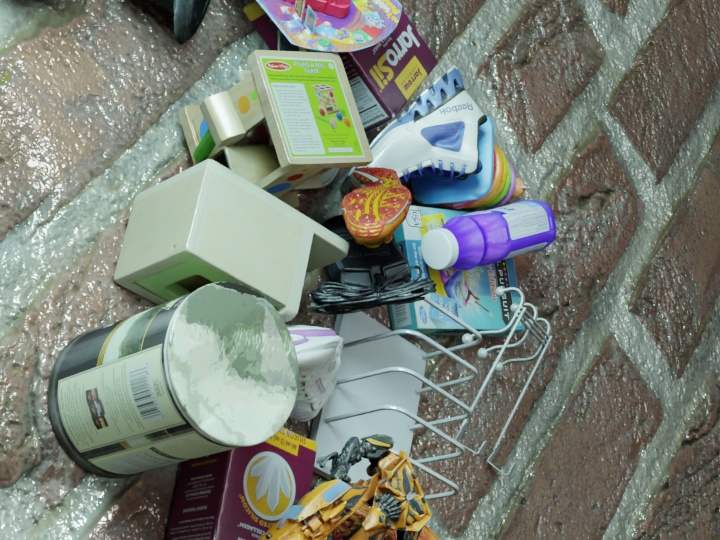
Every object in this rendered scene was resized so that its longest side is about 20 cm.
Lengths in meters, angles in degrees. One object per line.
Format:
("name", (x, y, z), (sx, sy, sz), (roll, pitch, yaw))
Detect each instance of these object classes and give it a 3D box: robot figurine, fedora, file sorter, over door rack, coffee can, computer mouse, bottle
("robot figurine", (-0.005, 0.253, 1.326), (0.199, 0.058, 0.146), (-35, 109, -36))
("fedora", (-0.197, -0.342, 1.430), (0.091, 0.201, 0.202), (16, 60, -4))
("file sorter", (0.046, 0.143, 1.503), (0.138, 0.124, 0.202), (33, 55, -33))
("over door rack", (0.163, 0.132, 1.622), (0.148, 0.066, 0.202), (38, 67, -61))
("coffee can", (-0.174, 0.105, 1.244), (0.145, 0.199, 0.148), (17, 65, -40))
("computer mouse", (0.000, 0.000, 1.503), (0.137, 0.200, 0.053), (-6, 118, -8))
("bottle", (0.153, -0.041, 1.632), (0.199, 0.083, 0.066), (-14, 94, -45))

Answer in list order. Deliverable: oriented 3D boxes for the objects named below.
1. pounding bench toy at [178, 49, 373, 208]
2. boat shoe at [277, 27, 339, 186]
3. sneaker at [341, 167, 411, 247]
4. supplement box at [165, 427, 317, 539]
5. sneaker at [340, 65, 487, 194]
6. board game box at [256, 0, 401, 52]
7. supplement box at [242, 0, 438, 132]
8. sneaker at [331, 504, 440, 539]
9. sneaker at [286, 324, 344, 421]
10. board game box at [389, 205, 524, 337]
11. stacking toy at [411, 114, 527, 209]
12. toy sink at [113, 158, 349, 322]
("pounding bench toy", (-0.121, -0.137, 1.405), (0.199, 0.155, 0.125), (-7, 74, -47))
("boat shoe", (-0.063, -0.193, 1.533), (0.075, 0.061, 0.202), (-32, 126, -39))
("sneaker", (0.019, -0.056, 1.442), (0.200, 0.072, 0.078), (-73, 163, -75))
("supplement box", (-0.121, 0.251, 1.328), (0.110, 0.085, 0.202), (29, 58, -35))
("sneaker", (0.080, -0.136, 1.588), (0.199, 0.081, 0.115), (-45, 91, -10))
("board game box", (-0.043, -0.323, 1.471), (0.157, 0.039, 0.201), (-22, 62, -31))
("supplement box", (-0.021, -0.276, 1.593), (0.201, 0.103, 0.131), (53, 46, -19))
("sneaker", (0.037, 0.303, 1.494), (0.200, 0.073, 0.078), (40, 30, -33))
("sneaker", (-0.055, 0.107, 1.401), (0.200, 0.074, 0.101), (29, 67, -77))
("board game box", (0.114, 0.003, 1.672), (0.199, 0.047, 0.153), (3, 75, -44))
("stacking toy", (0.158, -0.120, 1.735), (0.199, 0.115, 0.111), (17, 73, -56))
("toy sink", (-0.128, -0.004, 1.378), (0.199, 0.130, 0.113), (31, 56, -35))
